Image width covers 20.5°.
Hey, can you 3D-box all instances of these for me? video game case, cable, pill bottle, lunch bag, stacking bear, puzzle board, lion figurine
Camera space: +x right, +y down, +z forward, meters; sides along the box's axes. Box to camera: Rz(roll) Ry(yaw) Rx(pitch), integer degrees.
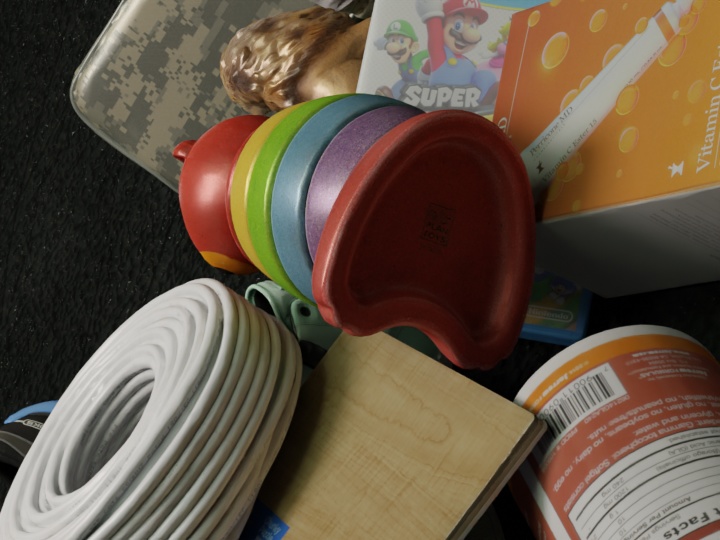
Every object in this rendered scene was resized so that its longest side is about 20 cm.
[{"bbox_3d":[0.064,-0.067,1.058,0.018,0.142,0.201,73,-153,-71],"label":"video game case"},{"bbox_3d":[-0.113,0.097,1.014,0.200,0.069,0.201,-9,46,61],"label":"cable"},{"bbox_3d":[0.141,0.123,0.834,0.112,0.112,0.200,-53,35,21],"label":"pill bottle"},{"bbox_3d":[-0.071,-0.159,1.288,0.200,0.139,0.168,-55,0,19],"label":"lunch bag"},{"bbox_3d":[-0.018,-0.031,0.977,0.200,0.121,0.114,13,86,52],"label":"stacking bear"},{"bbox_3d":[-0.005,0.105,0.925,0.151,0.017,0.200,-53,25,-6],"label":"puzzle board"},{"bbox_3d":[0.008,-0.081,1.107,0.122,0.073,0.200,-24,53,-10],"label":"lion figurine"}]

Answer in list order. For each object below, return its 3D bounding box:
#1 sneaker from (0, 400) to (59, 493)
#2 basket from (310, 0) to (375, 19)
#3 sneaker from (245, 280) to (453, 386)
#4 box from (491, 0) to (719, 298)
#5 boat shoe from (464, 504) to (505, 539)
[{"bbox_3d":[-0.169,0.177,1.148,0.071,0.082,0.201,-19,90,54],"label":"sneaker"},{"bbox_3d":[0.053,-0.244,1.175,0.135,0.123,0.201,-27,49,46],"label":"basket"},{"bbox_3d":[0.000,0.000,1.108,0.074,0.118,0.202,-20,54,51],"label":"sneaker"},{"bbox_3d":[0.159,-0.070,0.938,0.200,0.097,0.125,-12,61,53],"label":"box"},{"bbox_3d":[0.037,0.179,0.994,0.201,0.071,0.068,-97,18,-46],"label":"boat shoe"}]
